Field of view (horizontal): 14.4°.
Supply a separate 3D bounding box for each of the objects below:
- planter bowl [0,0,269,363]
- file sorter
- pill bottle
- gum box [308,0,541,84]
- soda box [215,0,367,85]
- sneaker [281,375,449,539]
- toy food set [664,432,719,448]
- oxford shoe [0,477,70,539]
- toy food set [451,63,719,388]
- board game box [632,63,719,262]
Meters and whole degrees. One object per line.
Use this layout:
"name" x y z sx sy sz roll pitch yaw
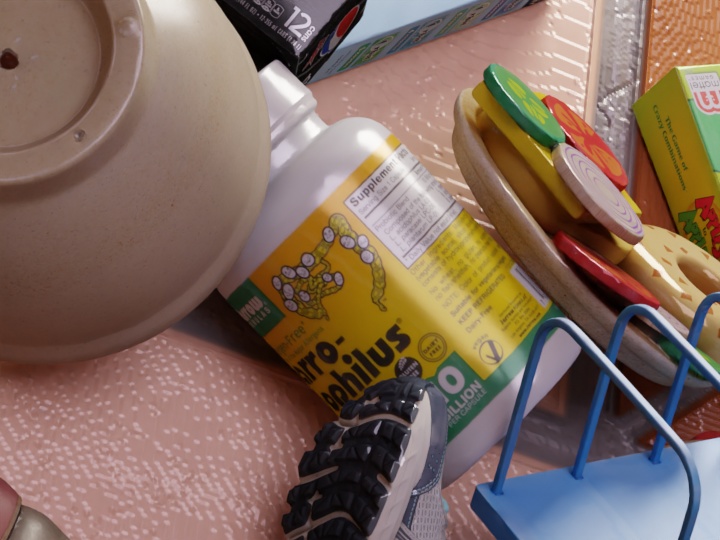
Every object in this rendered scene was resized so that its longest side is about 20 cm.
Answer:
"planter bowl" -0.144 -0.073 1.241 0.199 0.135 0.202 -1 74 3
"file sorter" 0.178 0.087 1.295 0.199 0.123 0.139 -8 38 -30
"pill bottle" 0.000 0.000 1.353 0.200 0.113 0.113 46 52 -1
"gum box" 0.003 -0.201 1.504 0.199 0.045 0.171 -23 79 -36
"soda box" -0.090 -0.174 1.391 0.200 0.071 0.063 38 75 5
"sneaker" 0.010 0.149 1.291 0.086 0.077 0.201 18 84 -33
"toy food set" 0.188 0.174 1.402 0.199 0.049 0.199 -10 71 -33
"oxford shoe" -0.166 0.181 1.191 0.075 0.070 0.201 35 54 -16
"toy food set" 0.120 -0.019 1.416 0.200 0.049 0.198 52 16 13
"board game box" 0.229 -0.014 1.534 0.101 0.048 0.201 -6 68 -32
